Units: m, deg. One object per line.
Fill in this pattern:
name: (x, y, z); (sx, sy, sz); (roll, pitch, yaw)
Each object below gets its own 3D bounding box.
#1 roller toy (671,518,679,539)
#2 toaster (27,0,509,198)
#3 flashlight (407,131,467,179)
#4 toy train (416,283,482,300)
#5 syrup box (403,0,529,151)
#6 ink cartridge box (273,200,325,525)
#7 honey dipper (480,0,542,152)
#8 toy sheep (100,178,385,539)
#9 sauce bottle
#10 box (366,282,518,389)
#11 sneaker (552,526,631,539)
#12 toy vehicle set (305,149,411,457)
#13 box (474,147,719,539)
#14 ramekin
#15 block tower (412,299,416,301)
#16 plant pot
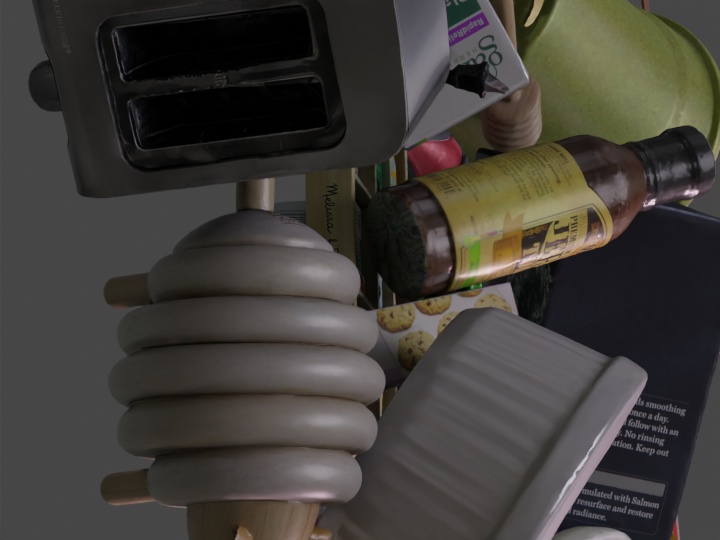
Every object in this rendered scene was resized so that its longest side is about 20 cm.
roller toy: (0.146, 0.193, 1.800); (0.182, 0.139, 0.201); (43, 45, -64)
toaster: (-0.053, -0.135, 1.167); (0.119, 0.199, 0.182); (-65, 147, -65)
flashlight: (0.012, -0.117, 1.567); (0.068, 0.068, 0.201); (-34, 123, -25)
toy train: (0.046, 0.060, 1.479); (0.057, 0.041, 0.201); (82, 9, -54)
syrup box: (0.010, -0.170, 1.432); (0.201, 0.078, 0.081); (61, 4, -4)
ink cartridge box: (-0.039, 0.098, 1.408); (0.197, 0.043, 0.201); (-69, 148, -55)
honey dipper: (0.083, -0.126, 1.544); (0.200, 0.038, 0.038); (75, 17, -66)
toy sheep: (-0.053, 0.044, 1.200); (0.138, 0.137, 0.201); (13, 73, -72)
sauce bottle: (0.101, -0.037, 1.436); (0.065, 0.199, 0.065); (43, -39, 48)
box: (0.012, 0.040, 1.358); (0.200, 0.039, 0.042); (-9, 82, -52)
sneaker: (0.048, 0.188, 1.468); (0.200, 0.146, 0.081); (-26, 113, -50)
toy vehicle set: (0.000, 0.000, 1.454); (0.124, 0.026, 0.201); (50, 36, -65)
box: (0.124, 0.044, 1.596); (0.197, 0.117, 0.201); (-148, -108, -73)
ramekin: (0.049, 0.109, 1.289); (0.203, 0.094, 0.202); (-56, 173, -11)
block tower: (0.021, 0.093, 1.563); (0.054, 0.057, 0.201); (52, 34, -75)
plant pot: (0.111, -0.130, 1.732); (0.184, 0.199, 0.201); (44, 43, -48)
